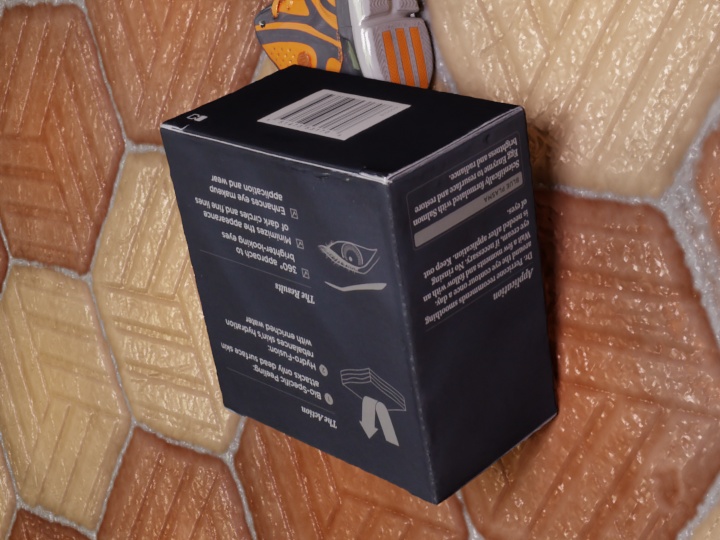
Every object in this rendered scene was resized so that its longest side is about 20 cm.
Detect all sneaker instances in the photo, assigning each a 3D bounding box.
[{"bbox_3d":[-0.025,-0.194,0.902,0.111,0.077,0.203,-5,94,46],"label":"sneaker"}]

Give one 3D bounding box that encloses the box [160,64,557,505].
[{"bbox_3d":[0.000,0.000,0.847,0.195,0.117,0.203,18,126,44],"label":"box"}]
